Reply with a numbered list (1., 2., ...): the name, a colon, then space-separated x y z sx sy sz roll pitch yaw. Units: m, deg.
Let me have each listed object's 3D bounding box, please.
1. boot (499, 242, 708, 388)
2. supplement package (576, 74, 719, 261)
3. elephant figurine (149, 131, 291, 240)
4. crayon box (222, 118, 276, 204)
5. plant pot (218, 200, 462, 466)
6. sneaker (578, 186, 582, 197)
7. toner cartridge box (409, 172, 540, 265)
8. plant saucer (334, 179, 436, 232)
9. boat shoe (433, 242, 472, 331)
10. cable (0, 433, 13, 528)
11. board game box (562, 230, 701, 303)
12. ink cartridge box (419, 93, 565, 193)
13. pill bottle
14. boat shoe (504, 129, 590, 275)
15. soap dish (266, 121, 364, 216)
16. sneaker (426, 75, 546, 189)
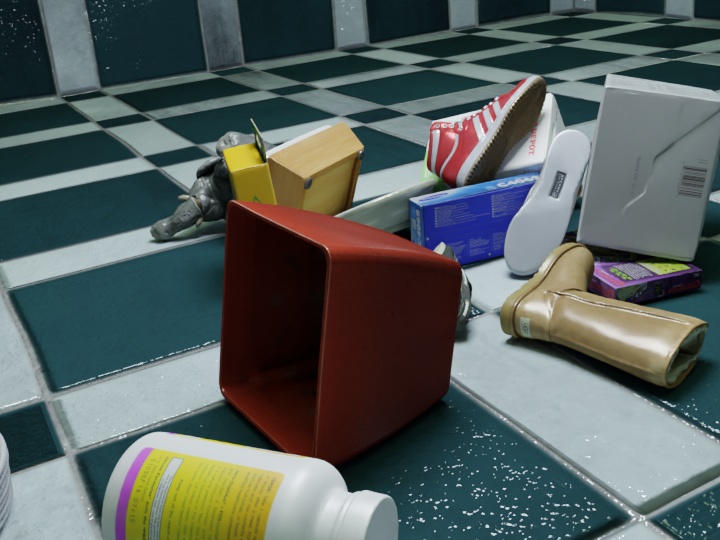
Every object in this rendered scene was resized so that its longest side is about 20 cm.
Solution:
1. boot: 0.274 0.045 0.939 0.198 0.067 0.175 14 43 42
2. supplement package: 0.368 -0.139 1.125 0.145 0.195 0.200 11 19 13
3. elephant figurine: -0.218 -0.127 1.386 0.154 0.144 0.199 19 -34 -38
4. crayon box: -0.139 -0.086 1.162 0.051 0.203 0.126 -13 22 -9
5. plant pot: -0.013 0.048 0.843 0.174 0.204 0.199 -5 18 -32
6. sneaker: 0.314 -0.139 1.379 0.083 0.074 0.201 8 37 24
7. toner cartridge box: 0.165 -0.067 1.192 0.197 0.097 0.043 -12 22 -19
8. plant saucer: 0.022 -0.070 1.242 0.197 0.051 0.200 -21 1 1
9. boat shoe: 0.100 0.020 1.058 0.067 0.072 0.200 32 16 -4
10. cable: -0.389 0.192 0.719 0.197 0.070 0.200 -13 24 -19
11. board game box: 0.319 -0.011 1.109 0.118 0.033 0.200 -7 21 -14
12. ink cartridge box: 0.201 -0.169 1.320 0.197 0.084 0.147 -9 49 29
13. pill bottle: -0.077 0.181 0.625 0.197 0.106 0.104 5 24 23
14. boat shoe: 0.245 -0.083 1.151 0.070 0.203 0.070 20 -8 14
15. soap dish: -0.076 -0.119 1.310 0.080 0.159 0.199 26 34 21
16. sneaker: 0.172 -0.206 1.252 0.112 0.071 0.201 32 80 41
